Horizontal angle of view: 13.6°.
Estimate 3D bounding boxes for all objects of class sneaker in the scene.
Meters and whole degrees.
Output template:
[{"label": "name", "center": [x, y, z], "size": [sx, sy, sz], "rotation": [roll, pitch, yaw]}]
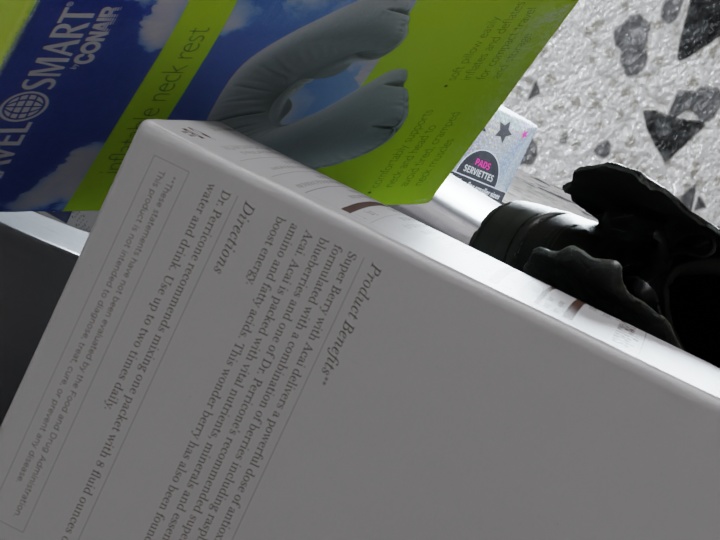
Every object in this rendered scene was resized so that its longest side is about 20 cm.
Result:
[{"label": "sneaker", "center": [0.104, 0.030, 0.934], "size": [0.104, 0.060, 0.200], "rotation": [10, -25, 50]}]

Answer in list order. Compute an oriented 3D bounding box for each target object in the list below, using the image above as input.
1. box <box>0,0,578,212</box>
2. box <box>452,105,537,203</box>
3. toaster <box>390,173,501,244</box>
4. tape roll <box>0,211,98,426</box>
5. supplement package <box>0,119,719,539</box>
[{"label": "box", "center": [-0.045, -0.068, 0.873], "size": [0.199, 0.122, 0.048], "rotation": [-2, 58, -30]}, {"label": "box", "center": [0.004, -0.101, 2.112], "size": [0.200, 0.115, 0.132], "rotation": [19, 9, -45]}, {"label": "toaster", "center": [0.000, 0.000, 1.266], "size": [0.129, 0.114, 0.200], "rotation": [28, 4, -1]}, {"label": "tape roll", "center": [-0.130, -0.003, 0.982], "size": [0.200, 0.066, 0.200], "rotation": [26, 6, -3]}, {"label": "supplement package", "center": [0.015, 0.055, 0.810], "size": [0.199, 0.122, 0.120], "rotation": [26, 5, 5]}]
